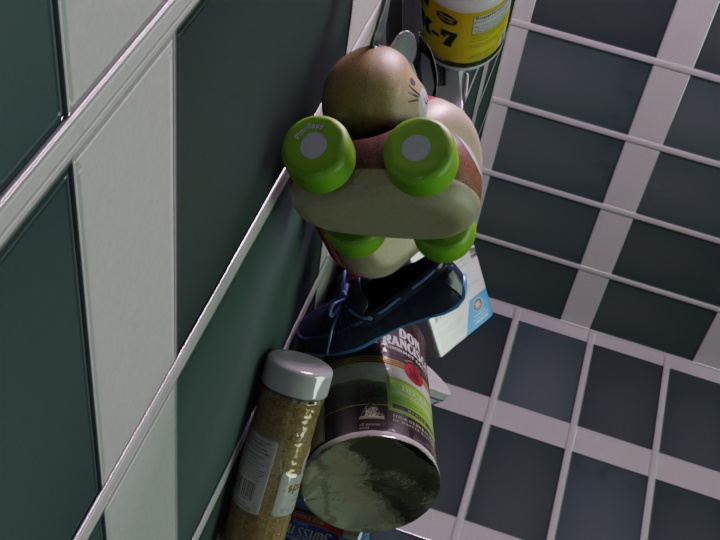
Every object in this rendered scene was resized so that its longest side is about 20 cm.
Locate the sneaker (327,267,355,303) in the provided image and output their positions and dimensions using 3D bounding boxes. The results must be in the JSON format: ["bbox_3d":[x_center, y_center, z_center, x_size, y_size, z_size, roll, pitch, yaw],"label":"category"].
[{"bbox_3d":[0.000,0.000,1.341,0.201,0.074,0.079,-72,162,-55],"label":"sneaker"}]

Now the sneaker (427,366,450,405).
[{"bbox_3d":[0.047,0.182,1.511,0.115,0.073,0.200,-49,156,14],"label":"sneaker"}]

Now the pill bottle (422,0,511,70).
[{"bbox_3d":[0.125,-0.334,1.294,0.200,0.113,0.115,84,24,-71],"label":"pill bottle"}]

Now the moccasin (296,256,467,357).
[{"bbox_3d":[0.013,0.026,1.142,0.068,0.198,0.081,50,24,-38],"label":"moccasin"}]

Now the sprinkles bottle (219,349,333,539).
[{"bbox_3d":[-0.084,0.182,1.071,0.068,0.068,0.202,-39,146,-77],"label":"sprinkles bottle"}]

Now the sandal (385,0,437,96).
[{"bbox_3d":[0.056,-0.218,1.161,0.076,0.042,0.202,-57,151,-46],"label":"sandal"}]

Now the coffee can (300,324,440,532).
[{"bbox_3d":[0.007,0.158,1.181,0.201,0.145,0.147,-93,-169,-52],"label":"coffee can"}]

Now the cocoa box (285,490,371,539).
[{"bbox_3d":[-0.054,0.298,1.299,0.200,0.132,0.132,92,18,-65],"label":"cocoa box"}]

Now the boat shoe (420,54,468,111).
[{"bbox_3d":[0.110,-0.250,1.411,0.068,0.071,0.202,80,10,-61],"label":"boat shoe"}]

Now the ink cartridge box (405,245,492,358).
[{"bbox_3d":[0.080,-0.011,1.315,0.115,0.066,0.202,-33,113,-39],"label":"ink cartridge box"}]

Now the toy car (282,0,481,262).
[{"bbox_3d":[0.029,-0.132,0.910,0.164,0.156,0.202,61,35,-66],"label":"toy car"}]

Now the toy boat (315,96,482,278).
[{"bbox_3d":[0.026,-0.094,1.109,0.199,0.130,0.131,-39,127,-15],"label":"toy boat"}]
